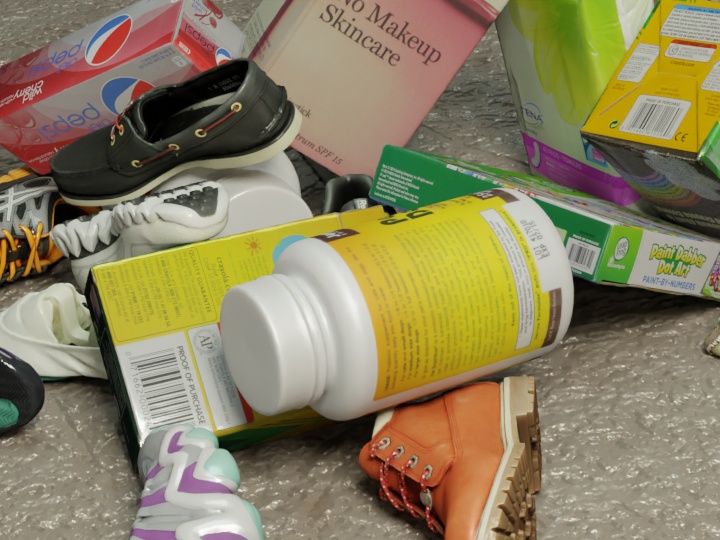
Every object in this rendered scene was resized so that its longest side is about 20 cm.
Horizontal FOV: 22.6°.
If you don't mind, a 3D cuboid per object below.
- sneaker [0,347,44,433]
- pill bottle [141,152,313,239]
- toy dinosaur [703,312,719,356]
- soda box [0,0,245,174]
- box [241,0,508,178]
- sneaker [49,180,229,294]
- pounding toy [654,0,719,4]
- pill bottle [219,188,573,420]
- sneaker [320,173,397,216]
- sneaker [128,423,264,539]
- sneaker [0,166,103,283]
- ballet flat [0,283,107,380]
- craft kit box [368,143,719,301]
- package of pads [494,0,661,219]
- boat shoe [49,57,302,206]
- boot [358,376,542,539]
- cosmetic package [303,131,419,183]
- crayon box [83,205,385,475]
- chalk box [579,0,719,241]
[{"bbox_3d":[-0.283,0.052,1.190,0.199,0.075,0.088,10,24,22],"label":"sneaker"},{"bbox_3d":[-0.111,-0.059,1.327,0.119,0.120,0.200,-14,30,-20],"label":"pill bottle"},{"bbox_3d":[0.332,0.038,1.192,0.198,0.048,0.088,-2,21,-7],"label":"toy dinosaur"},{"bbox_3d":[-0.182,-0.137,1.312,0.199,0.070,0.064,-19,47,34],"label":"soda box"},{"bbox_3d":[0.005,-0.182,1.330,0.127,0.201,0.109,29,17,-22],"label":"box"},{"bbox_3d":[-0.141,-0.011,1.217,0.075,0.082,0.200,-15,0,-31],"label":"sneaker"},{"bbox_3d":[0.339,-0.216,1.557,0.199,0.143,0.184,-12,29,-18],"label":"pounding toy"},{"bbox_3d":[0.021,0.023,1.076,0.199,0.110,0.109,-16,31,-28],"label":"pill bottle"},{"bbox_3d":[0.000,0.000,1.245,0.074,0.085,0.200,-9,29,-11],"label":"sneaker"},{"bbox_3d":[-0.122,0.157,0.971,0.139,0.078,0.200,-14,30,-22],"label":"sneaker"},{"bbox_3d":[-0.266,-0.022,1.322,0.077,0.079,0.200,18,33,24],"label":"sneaker"},{"bbox_3d":[-0.180,0.041,1.207,0.198,0.070,0.069,8,30,20],"label":"ballet flat"},{"bbox_3d":[0.142,-0.031,1.251,0.199,0.049,0.197,23,7,38],"label":"craft kit box"},{"bbox_3d":[0.171,-0.145,1.368,0.068,0.201,0.154,-26,29,-17],"label":"package of pads"},{"bbox_3d":[-0.138,-0.097,1.240,0.200,0.063,0.074,-13,44,30],"label":"boat shoe"},{"bbox_3d":[0.049,0.126,1.031,0.106,0.076,0.200,-3,20,7],"label":"boot"},{"bbox_3d":[-0.011,-0.179,1.455,0.090,0.201,0.107,-11,29,-15],"label":"cosmetic package"},{"bbox_3d":[-0.062,0.042,1.139,0.199,0.051,0.128,-12,71,-18],"label":"crayon box"},{"bbox_3d":[0.277,-0.084,1.279,0.124,0.200,0.124,19,74,51],"label":"chalk box"}]
